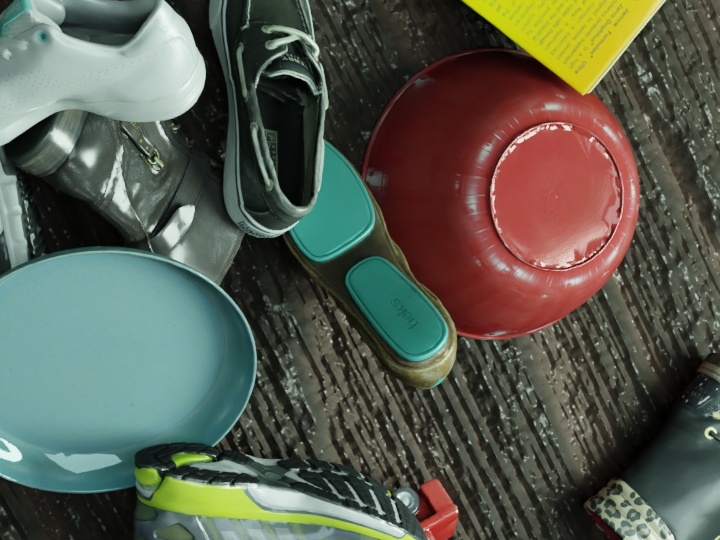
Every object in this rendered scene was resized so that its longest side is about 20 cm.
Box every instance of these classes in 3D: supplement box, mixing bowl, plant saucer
[{"bbox_3d":[0.098,-0.227,1.250,0.199,0.109,0.110,35,107,-17],"label":"supplement box"},{"bbox_3d":[0.109,-0.049,1.281,0.198,0.108,0.202,-1,94,-18],"label":"mixing bowl"},{"bbox_3d":[-0.163,0.058,1.189,0.198,0.028,0.201,-7,132,-8],"label":"plant saucer"}]

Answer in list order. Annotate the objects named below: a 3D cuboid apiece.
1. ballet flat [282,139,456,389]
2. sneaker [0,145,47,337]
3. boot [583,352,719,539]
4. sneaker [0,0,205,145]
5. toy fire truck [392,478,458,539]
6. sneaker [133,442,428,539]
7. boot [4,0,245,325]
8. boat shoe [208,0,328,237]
[{"bbox_3d":[0.000,0.000,1.253,0.067,0.073,0.200,-31,62,-12],"label":"ballet flat"},{"bbox_3d":[-0.245,-0.054,1.191,0.079,0.074,0.202,-14,93,-3],"label":"sneaker"},{"bbox_3d":[0.268,0.180,1.366,0.154,0.073,0.204,-44,98,-9],"label":"boot"},{"bbox_3d":[-0.192,-0.123,1.094,0.198,0.089,0.076,-9,59,5],"label":"sneaker"},{"bbox_3d":[0.043,0.217,1.265,0.199,0.049,0.142,-26,65,-16],"label":"toy fire truck"},{"bbox_3d":[-0.053,0.165,1.228,0.198,0.074,0.082,12,107,-11],"label":"sneaker"},{"bbox_3d":[-0.131,-0.087,1.219,0.174,0.069,0.201,40,54,-34],"label":"boot"},{"bbox_3d":[-0.050,-0.124,1.225,0.070,0.064,0.202,4,74,-30],"label":"boat shoe"}]
